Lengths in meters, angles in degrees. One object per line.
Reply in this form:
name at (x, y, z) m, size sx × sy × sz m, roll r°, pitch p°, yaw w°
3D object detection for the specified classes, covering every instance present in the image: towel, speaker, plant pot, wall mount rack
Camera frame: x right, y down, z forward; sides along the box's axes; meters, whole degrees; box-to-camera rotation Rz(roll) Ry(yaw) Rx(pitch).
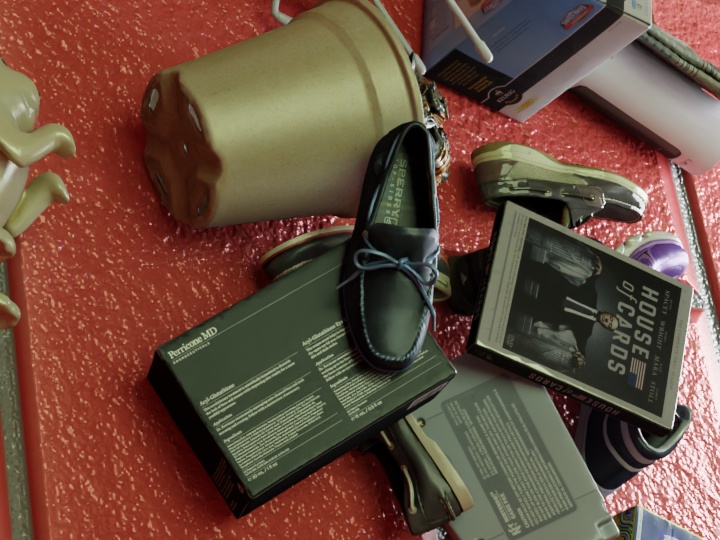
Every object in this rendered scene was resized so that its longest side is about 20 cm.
towel at (0.314, -0.234, 2.030) m, size 0.200 × 0.035 × 0.193 m, roll 32°, pitch 8°, yaw -22°
speaker at (0.291, -0.180, 2.026) m, size 0.200 × 0.081 × 0.081 m, roll 31°, pitch 51°, yaw -22°
plant pot at (-0.076, -0.118, 1.653) m, size 0.183 × 0.200 × 0.201 m, roll -16°, pitch 77°, yaw -29°
wall mount rack at (0.021, -0.237, 1.792) m, size 0.173 × 0.200 × 0.075 m, roll 12°, pitch 85°, yaw -29°

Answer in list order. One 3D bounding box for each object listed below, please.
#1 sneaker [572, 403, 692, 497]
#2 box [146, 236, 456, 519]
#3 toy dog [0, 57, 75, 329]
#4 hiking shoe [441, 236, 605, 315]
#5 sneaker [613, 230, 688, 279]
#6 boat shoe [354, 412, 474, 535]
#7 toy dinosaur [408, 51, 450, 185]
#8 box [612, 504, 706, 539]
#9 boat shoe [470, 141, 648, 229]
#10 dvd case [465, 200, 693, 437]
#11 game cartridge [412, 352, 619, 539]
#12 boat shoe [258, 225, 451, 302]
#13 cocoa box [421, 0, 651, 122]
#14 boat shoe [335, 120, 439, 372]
sneaker at (0.250, 0.104, 1.821) m, size 0.070 × 0.108 × 0.201 m, roll 24°, pitch 52°, yaw -23°
box at (-0.048, 0.082, 1.570) m, size 0.199 × 0.079 × 0.141 m, roll -29°, pitch 80°, yaw -21°
toy dog at (-0.309, -0.079, 1.491) m, size 0.193 × 0.140 × 0.201 m, roll 7°, pitch 57°, yaw 7°
hiking shoe at (0.172, 0.002, 1.818) m, size 0.199 × 0.101 × 0.076 m, roll -10°, pitch 84°, yaw -38°
sneaker at (0.248, 0.035, 1.826) m, size 0.083 × 0.081 × 0.200 m, roll 34°, pitch 45°, yaw 23°
boat shoe at (0.014, 0.132, 1.650) m, size 0.063 × 0.073 × 0.200 m, roll -35°, pitch 72°, yaw -6°
toy dinosaur at (0.045, -0.120, 1.789) m, size 0.136 × 0.102 × 0.200 m, roll 48°, pitch 11°, yaw -31°
box at (0.302, 0.288, 1.794) m, size 0.199 × 0.064 × 0.070 m, roll 29°, pitch 52°, yaw -23°
boat shoe at (0.190, -0.068, 1.901) m, size 0.200 × 0.072 × 0.066 m, roll 16°, pitch 68°, yaw -30°
dvd case at (0.195, 0.043, 1.729) m, size 0.199 × 0.025 × 0.151 m, roll 23°, pitch 58°, yaw -15°
game cartridge at (0.118, 0.166, 1.686) m, size 0.133 × 0.041 × 0.201 m, roll -22°, pitch 69°, yaw -12°
boat shoe at (0.000, 0.000, 1.716) m, size 0.199 × 0.071 × 0.063 m, roll -2°, pitch 71°, yaw -43°
cocoa box at (0.165, -0.260, 1.889) m, size 0.131 × 0.200 × 0.134 m, roll 21°, pitch 56°, yaw -27°
boat shoe at (0.023, -0.023, 1.547) m, size 0.084 × 0.069 × 0.201 m, roll 2°, pitch 73°, yaw -13°
